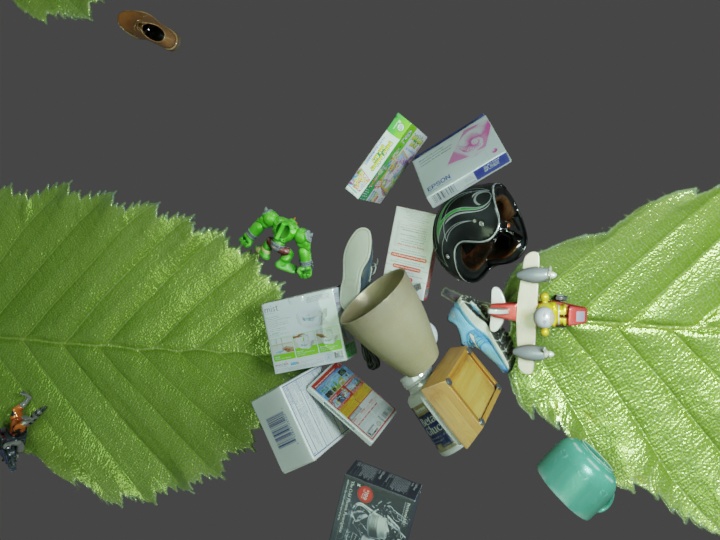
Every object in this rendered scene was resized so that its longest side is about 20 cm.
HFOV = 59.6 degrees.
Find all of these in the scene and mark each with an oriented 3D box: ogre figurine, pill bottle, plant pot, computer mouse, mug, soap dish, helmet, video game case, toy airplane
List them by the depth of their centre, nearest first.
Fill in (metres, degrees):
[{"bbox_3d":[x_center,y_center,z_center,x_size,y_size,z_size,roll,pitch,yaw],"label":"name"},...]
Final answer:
[{"bbox_3d":[0.372,0.092,1.363,0.199,0.141,0.201,-42,93,3],"label":"toy airplane"},{"bbox_3d":[0.484,0.445,1.376,0.115,0.184,0.152,-49,55,10],"label":"mug"},{"bbox_3d":[0.250,-0.082,1.388,0.189,0.199,0.204,-26,85,32],"label":"helmet"},{"bbox_3d":[0.228,0.270,1.394,0.081,0.200,0.158,-40,89,34],"label":"soap dish"},{"bbox_3d":[0.083,0.135,1.414,0.186,0.188,0.201,-34,102,15],"label":"plant pot"},{"bbox_3d":[0.179,0.317,1.467,0.110,0.111,0.202,-36,82,15],"label":"pill bottle"},{"bbox_3d":[-0.018,0.312,1.510,0.199,0.143,0.018,39,123,11],"label":"video game case"},{"bbox_3d":[0.088,0.170,1.521,0.196,0.044,0.112,-15,87,17],"label":"computer mouse"},{"bbox_3d":[-0.196,-0.073,1.568,0.199,0.097,0.122,36,114,23],"label":"ogre figurine"}]

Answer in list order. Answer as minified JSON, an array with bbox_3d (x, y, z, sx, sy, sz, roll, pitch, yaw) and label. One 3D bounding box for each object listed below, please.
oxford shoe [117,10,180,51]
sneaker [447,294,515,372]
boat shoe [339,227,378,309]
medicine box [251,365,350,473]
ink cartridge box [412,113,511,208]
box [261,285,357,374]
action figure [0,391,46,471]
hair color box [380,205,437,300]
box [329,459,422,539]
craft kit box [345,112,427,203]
[{"bbox_3d":[-0.573,-0.647,1.666,0.197,0.071,0.073,25,101,15],"label":"oxford shoe"},{"bbox_3d":[0.280,0.156,1.462,0.201,0.078,0.090,52,123,12],"label":"sneaker"},{"bbox_3d":[0.000,0.000,1.528,0.074,0.061,0.205,4,85,32],"label":"boat shoe"},{"bbox_3d":[-0.137,0.349,1.508,0.102,0.199,0.185,-29,85,26],"label":"medicine box"},{"bbox_3d":[0.213,-0.259,1.402,0.194,0.043,0.202,-31,43,15],"label":"ink cartridge box"},{"bbox_3d":[-0.127,0.146,1.556,0.196,0.097,0.180,-14,88,17],"label":"box"},{"bbox_3d":[-0.988,0.485,1.825,0.200,0.104,0.196,42,110,36],"label":"action figure"},{"bbox_3d":[0.122,-0.041,1.492,0.109,0.064,0.205,13,95,15],"label":"hair color box"},{"bbox_3d":[0.035,0.598,1.525,0.178,0.104,0.204,15,97,14],"label":"box"},{"bbox_3d":[0.063,-0.248,1.429,0.048,0.200,0.199,36,102,11],"label":"craft kit box"}]
